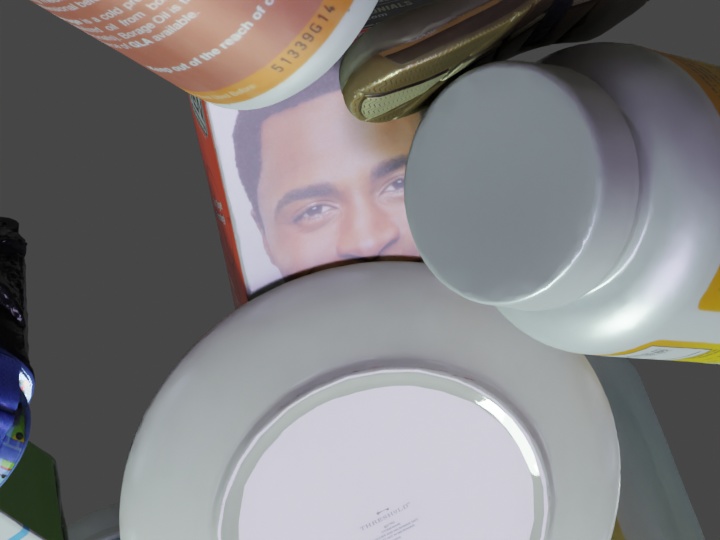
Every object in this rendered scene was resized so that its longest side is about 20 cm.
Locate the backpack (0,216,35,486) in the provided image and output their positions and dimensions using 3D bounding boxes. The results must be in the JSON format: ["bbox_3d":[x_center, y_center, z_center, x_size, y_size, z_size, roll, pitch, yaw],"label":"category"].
[{"bbox_3d":[-0.234,0.030,0.869,0.199,0.135,0.183,29,117,-32],"label":"backpack"}]

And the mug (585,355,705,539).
[{"bbox_3d":[0.075,0.144,1.099,0.186,0.154,0.150,-19,147,-16],"label":"mug"}]

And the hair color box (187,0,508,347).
[{"bbox_3d":[0.000,0.000,0.969,0.101,0.061,0.201,-15,112,-6],"label":"hair color box"}]

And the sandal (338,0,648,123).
[{"bbox_3d":[0.064,-0.113,0.895,0.199,0.054,0.080,-27,167,-32],"label":"sandal"}]

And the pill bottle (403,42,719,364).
[{"bbox_3d":[0.107,-0.024,0.923,0.113,0.113,0.199,-45,152,27],"label":"pill bottle"}]

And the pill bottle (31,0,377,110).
[{"bbox_3d":[-0.089,-0.141,0.817,0.200,0.113,0.112,29,122,-37],"label":"pill bottle"}]

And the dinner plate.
[{"bbox_3d":[0.007,0.093,0.962,0.199,0.024,0.201,-5,113,-10],"label":"dinner plate"}]

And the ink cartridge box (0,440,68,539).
[{"bbox_3d":[-0.226,0.081,1.043,0.104,0.060,0.200,-32,134,18],"label":"ink cartridge box"}]

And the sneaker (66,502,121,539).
[{"bbox_3d":[-0.155,0.191,1.160,0.074,0.082,0.200,27,122,-35],"label":"sneaker"}]
